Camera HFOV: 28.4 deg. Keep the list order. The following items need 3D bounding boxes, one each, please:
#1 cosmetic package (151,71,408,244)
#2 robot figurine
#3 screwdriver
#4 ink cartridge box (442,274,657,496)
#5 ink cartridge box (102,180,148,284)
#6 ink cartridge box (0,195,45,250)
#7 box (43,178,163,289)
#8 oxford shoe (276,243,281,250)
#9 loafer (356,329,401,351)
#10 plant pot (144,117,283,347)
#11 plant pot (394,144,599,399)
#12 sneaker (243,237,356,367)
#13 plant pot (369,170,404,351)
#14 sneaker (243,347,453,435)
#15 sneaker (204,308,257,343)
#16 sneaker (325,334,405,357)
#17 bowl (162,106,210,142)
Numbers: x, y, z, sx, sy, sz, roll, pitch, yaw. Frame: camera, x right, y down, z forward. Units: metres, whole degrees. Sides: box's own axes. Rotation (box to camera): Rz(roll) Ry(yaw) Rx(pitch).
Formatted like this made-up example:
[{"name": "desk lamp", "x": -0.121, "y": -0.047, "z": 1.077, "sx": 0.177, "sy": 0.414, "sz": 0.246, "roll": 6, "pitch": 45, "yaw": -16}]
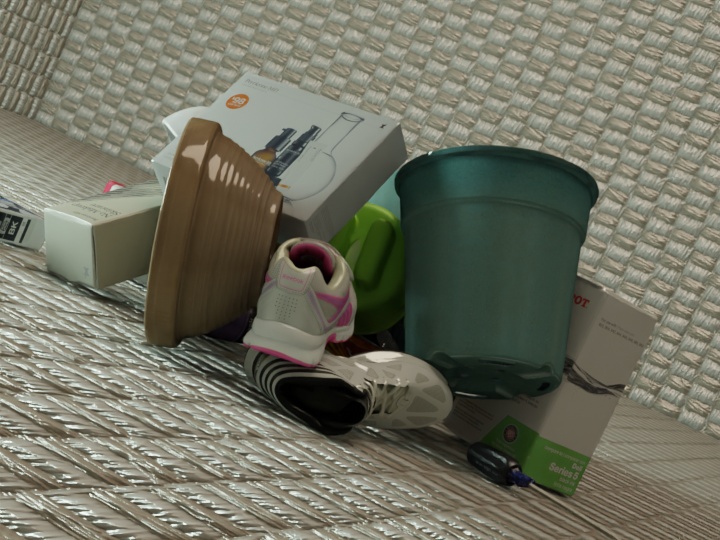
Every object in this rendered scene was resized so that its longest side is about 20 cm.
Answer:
[{"name": "cosmetic package", "x": -0.078, "y": -0.107, "z": 1.367, "sx": 0.199, "sy": 0.151, "sz": 0.052, "roll": 22, "pitch": -37, "yaw": 32}, {"name": "robot figurine", "x": 0.000, "y": 0.000, "z": 1.484, "sx": 0.175, "sy": 0.116, "sz": 0.200, "roll": 17, "pitch": -14, "yaw": 8}, {"name": "screwdriver", "x": 0.164, "y": 0.194, "z": 1.264, "sx": 0.028, "sy": 0.029, "sz": 0.200, "roll": 21, "pitch": -1, "yaw": -39}, {"name": "ink cartridge box", "x": 0.190, "y": 0.103, "z": 1.440, "sx": 0.084, "sy": 0.201, "sz": 0.145, "roll": 26, "pitch": 2, "yaw": -32}, {"name": "ink cartridge box", "x": -0.233, "y": -0.031, "z": 1.671, "sx": 0.144, "sy": 0.085, "sz": 0.200, "roll": 23, "pitch": 3, "yaw": -20}, {"name": "ink cartridge box", "x": -0.408, "y": -0.067, "z": 1.424, "sx": 0.099, "sy": 0.039, "sz": 0.200, "roll": 26, "pitch": 4, "yaw": 24}, {"name": "box", "x": -0.213, "y": -0.044, "z": 1.421, "sx": 0.082, "sy": 0.069, "sz": 0.200, "roll": 16, "pitch": 24, "yaw": 36}, {"name": "oxford shoe", "x": -0.108, "y": -0.031, "z": 1.415, "sx": 0.070, "sy": 0.075, "sz": 0.200, "roll": -2, "pitch": 30, "yaw": 38}, {"name": "loafer", "x": 0.013, "y": 0.089, "z": 1.600, "sx": 0.200, "sy": 0.071, "sz": 0.068, "roll": 22, "pitch": 3, "yaw": -30}, {"name": "plant pot", "x": -0.121, "y": -0.026, "z": 1.233, "sx": 0.092, "sy": 0.202, "sz": 0.201, "roll": 12, "pitch": 3, "yaw": 0}, {"name": "plant pot", "x": 0.122, "y": 0.011, "z": 1.357, "sx": 0.199, "sy": 0.197, "sz": 0.200, "roll": 6, "pitch": -19, "yaw": 2}, {"name": "sneaker", "x": -0.039, "y": 0.015, "z": 1.219, "sx": 0.081, "sy": 0.089, "sz": 0.200, "roll": 18, "pitch": 13, "yaw": 3}, {"name": "plant pot", "x": 0.072, "y": -0.006, "z": 1.729, "sx": 0.199, "sy": 0.197, "sz": 0.200, "roll": 5, "pitch": -20, "yaw": 2}, {"name": "sneaker", "x": 0.004, "y": 0.117, "z": 1.220, "sx": 0.200, "sy": 0.076, "sz": 0.115, "roll": 14, "pitch": 16, "yaw": -24}, {"name": "sneaker", "x": -0.152, "y": 0.030, "z": 1.478, "sx": 0.087, "sy": 0.076, "sz": 0.200, "roll": 27, "pitch": 12, "yaw": -19}, {"name": "sneaker", "x": -0.008, "y": 0.101, "z": 1.454, "sx": 0.199, "sy": 0.073, "sz": 0.077, "roll": 24, "pitch": -23, "yaw": 14}, {"name": "bowl", "x": -0.129, "y": -0.088, "z": 1.595, "sx": 0.200, "sy": 0.075, "sz": 0.200, "roll": 51, "pitch": -8, "yaw": 22}]
